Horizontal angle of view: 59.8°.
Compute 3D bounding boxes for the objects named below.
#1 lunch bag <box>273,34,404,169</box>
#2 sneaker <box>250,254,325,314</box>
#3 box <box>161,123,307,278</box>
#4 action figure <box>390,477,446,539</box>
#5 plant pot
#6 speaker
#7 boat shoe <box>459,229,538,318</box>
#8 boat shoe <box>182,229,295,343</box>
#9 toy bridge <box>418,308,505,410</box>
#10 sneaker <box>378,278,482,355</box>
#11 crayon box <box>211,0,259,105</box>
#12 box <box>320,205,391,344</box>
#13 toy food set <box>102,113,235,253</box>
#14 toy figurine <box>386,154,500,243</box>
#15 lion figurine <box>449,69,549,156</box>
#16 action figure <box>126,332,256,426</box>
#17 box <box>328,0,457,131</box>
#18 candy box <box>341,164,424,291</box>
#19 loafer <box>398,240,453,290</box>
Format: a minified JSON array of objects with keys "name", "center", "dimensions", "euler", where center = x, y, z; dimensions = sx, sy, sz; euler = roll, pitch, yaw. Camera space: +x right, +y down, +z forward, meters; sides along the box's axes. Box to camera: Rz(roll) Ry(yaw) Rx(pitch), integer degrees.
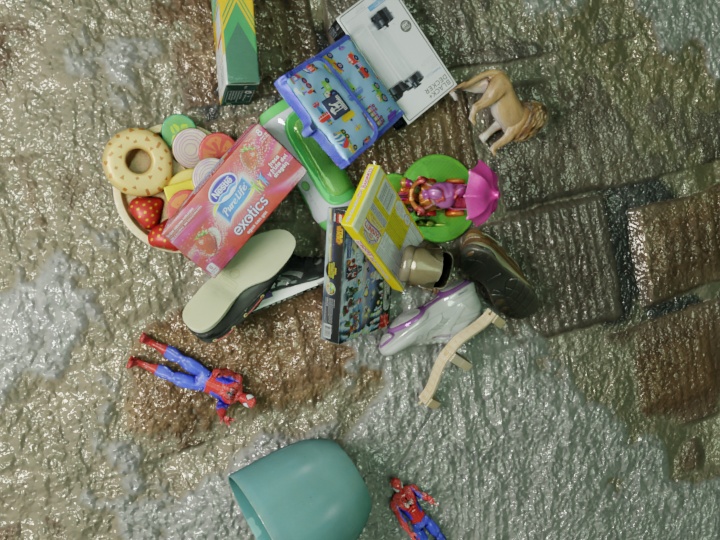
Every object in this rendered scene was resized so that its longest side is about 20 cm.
[{"name":"lunch bag","center":[-0.041,-0.239,0.930],"dimensions":[0.151,0.094,0.200],"euler":[51,38,-11]},{"name":"sneaker","center":[-0.111,-0.003,0.979],"dimensions":[0.198,0.076,0.089],"euler":[-21,92,-15]},{"name":"box","center":[-0.178,-0.101,0.881],"dimensions":[0.095,0.100,0.200],"euler":[41,90,-19]},{"name":"action figure","center":[0.114,0.435,1.045],"dimensions":[0.065,0.099,0.201],"euler":[-35,98,-14]},{"name":"plant pot","center":[-0.080,0.350,0.939],"dimensions":[0.160,0.200,0.203],"euler":[-29,99,-25]},{"name":"speaker","center":[-0.075,-0.168,0.978],"dimensions":[0.088,0.088,0.202],"euler":[-33,100,-13]},{"name":"boat shoe","center":[0.243,0.002,1.078],"dimensions":[0.200,0.075,0.074],"euler":[45,35,-30]},{"name":"boat shoe","center":[-0.171,0.020,0.916],"dimensions":[0.073,0.063,0.202],"euler":[36,71,20]},{"name":"toy bridge","center":[0.160,0.147,1.047],"dimensions":[0.201,0.027,0.067],"euler":[-52,135,5]},{"name":"sneaker","center":[0.125,0.099,1.048],"dimensions":[0.198,0.075,0.101],"euler":[-30,103,-13]},{"name":"crayon box","center":[-0.187,-0.358,0.918],"dimensions":[0.051,0.126,0.204],"euler":[-6,93,-16]},{"name":"box","center":[0.000,0.000,0.970],"dimensions":[0.136,0.039,0.203],"euler":[-15,113,-52]},{"name":"toy food set","center":[-0.270,-0.128,0.940],"dimensions":[0.195,0.049,0.203],"euler":[-19,96,-15]},{"name":"toy figurine","center":[0.134,-0.122,0.989],"dimensions":[0.197,0.184,0.153],"euler":[0,91,-16]},{"name":"lion figurine","center":[0.239,-0.275,1.046],"dimensions":[0.122,0.073,0.200],"euler":[-39,140,12]},{"name":"action figure","center":[-0.241,0.164,0.926],"dimensions":[0.198,0.099,0.066],"euler":[27,85,-18]},{"name":"box","center":[0.054,-0.347,1.024],"dimensions":[0.116,0.060,0.201],"euler":[-38,101,-12]},{"name":"candy box","center":[0.040,-0.059,0.946],"dimensions":[0.103,0.026,0.200],"euler":[-64,146,-18]},{"name":"loafer","center":[0.112,-0.003,0.987],"dimensions":[0.067,0.200,0.077],"euler":[18,102,17]}]
